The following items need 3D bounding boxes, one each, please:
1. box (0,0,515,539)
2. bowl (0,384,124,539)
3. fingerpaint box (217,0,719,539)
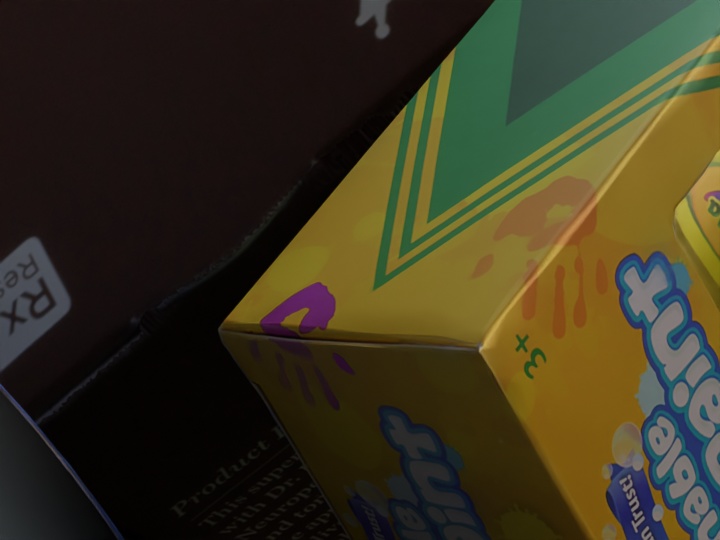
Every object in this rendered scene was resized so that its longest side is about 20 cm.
[{"bbox_3d":[-0.015,-0.035,0.734,0.200,0.166,0.165,31,24,-55],"label":"box"},{"bbox_3d":[-0.093,0.049,0.489,0.201,0.039,0.201,47,10,-11],"label":"bowl"},{"bbox_3d":[0.084,0.034,0.601,0.073,0.167,0.201,2,-49,44],"label":"fingerpaint box"}]
